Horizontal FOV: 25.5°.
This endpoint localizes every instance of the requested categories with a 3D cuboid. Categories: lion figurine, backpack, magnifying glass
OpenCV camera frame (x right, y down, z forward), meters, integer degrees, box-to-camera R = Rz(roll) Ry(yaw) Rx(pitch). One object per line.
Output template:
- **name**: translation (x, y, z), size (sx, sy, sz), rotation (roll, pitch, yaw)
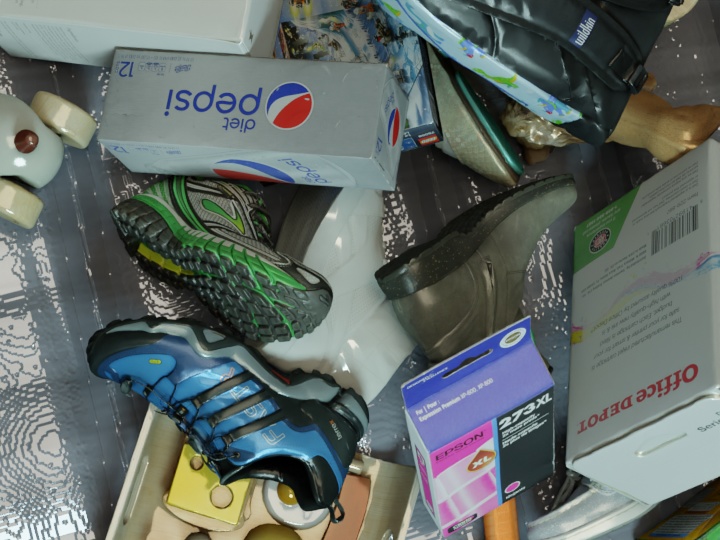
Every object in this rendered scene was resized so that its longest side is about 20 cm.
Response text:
- **lion figurine**: translation (0.204, -0.106, 1.148), size (0.122, 0.199, 0.073), rotation (-7, 103, -41)
- **backpack**: translation (0.095, -0.199, 1.051), size (0.198, 0.153, 0.165), rotation (20, 96, -33)
- **magnifying glass**: translation (0.095, 0.117, 1.160), size (0.079, 0.022, 0.203), rotation (-4, 80, -11)

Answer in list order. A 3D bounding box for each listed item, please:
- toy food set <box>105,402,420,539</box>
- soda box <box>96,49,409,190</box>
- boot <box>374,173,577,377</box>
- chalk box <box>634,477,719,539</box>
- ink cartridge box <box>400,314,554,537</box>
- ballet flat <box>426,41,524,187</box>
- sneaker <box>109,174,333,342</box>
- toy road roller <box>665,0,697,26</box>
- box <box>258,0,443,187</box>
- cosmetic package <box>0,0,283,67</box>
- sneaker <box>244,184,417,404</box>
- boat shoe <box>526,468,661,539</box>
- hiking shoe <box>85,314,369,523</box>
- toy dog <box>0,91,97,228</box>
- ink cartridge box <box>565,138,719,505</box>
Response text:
- **toy food set**: translation (-0.070, 0.177, 1.098), size (0.198, 0.060, 0.145), rotation (18, 78, -7)
- **soda box**: translation (-0.072, -0.100, 1.067), size (0.198, 0.063, 0.069), rotation (5, 74, 17)
- **boot**: translation (0.102, 0.021, 1.141), size (0.199, 0.067, 0.132), rotation (-32, 98, -36)
- **chalk box**: translation (0.310, 0.241, 1.124), size (0.123, 0.125, 0.201), rotation (-33, 87, -14)
- **ink cartridge box**: translation (0.081, 0.107, 1.051), size (0.094, 0.201, 0.037), rotation (-28, 59, -9)
- **ballet flat**: translation (0.048, -0.138, 1.179), size (0.062, 0.067, 0.201), rotation (-31, 83, 13)
- **sneaker**: translation (-0.086, -0.022, 1.076), size (0.085, 0.078, 0.199), rotation (-41, 47, -21)
- **toy road roller**: translation (0.137, -0.221, 1.173), size (0.199, 0.123, 0.147), rotation (38, 88, -2)
- **box**: translation (-0.024, -0.172, 1.130), size (0.135, 0.040, 0.202), rotation (-13, 71, 12)
- **cosmetic package**: translation (-0.156, -0.200, 1.100), size (0.197, 0.085, 0.109), rotation (9, 77, 11)
- **sneaker**: translation (0.000, 0.000, 1.144), size (0.115, 0.073, 0.202), rotation (34, 63, -25)
- **boat shoe**: translation (0.195, 0.140, 1.149), size (0.201, 0.074, 0.065), rotation (-31, 81, -17)
- **hiking shoe**: translation (-0.092, 0.094, 1.057), size (0.198, 0.075, 0.087), rotation (19, 58, -5)
- **toy dog**: translation (-0.280, -0.107, 1.088), size (0.197, 0.096, 0.134), rotation (8, 79, -9)
- **ink cartridge box**: translation (0.217, 0.038, 1.081), size (0.087, 0.145, 0.202), rotation (28, 50, -24)
